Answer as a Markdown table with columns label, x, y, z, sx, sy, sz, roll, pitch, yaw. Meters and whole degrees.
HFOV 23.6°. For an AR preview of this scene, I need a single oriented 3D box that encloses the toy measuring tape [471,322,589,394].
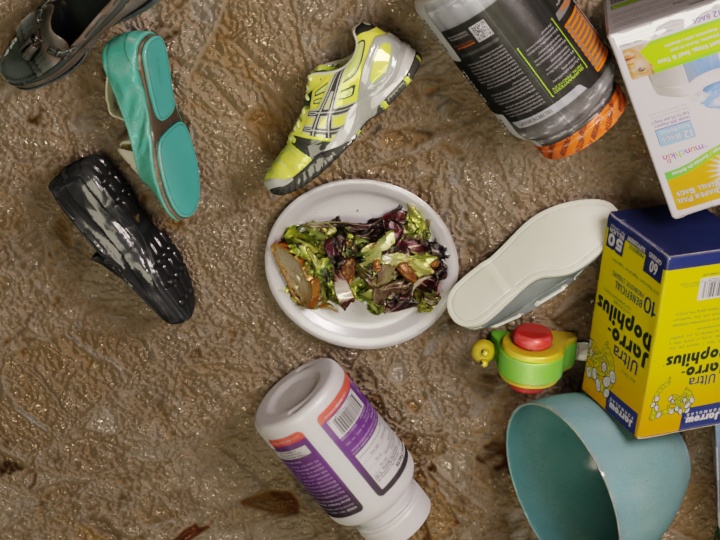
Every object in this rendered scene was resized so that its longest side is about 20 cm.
| label | x | y | z | sx | sy | sz | roll | pitch | yaw |
| --- | --- | --- | --- | --- | --- | --- | --- | --- | --- |
| toy measuring tape | 0.214 | 0.095 | 1.783 | 0.200 | 0.074 | 0.074 | 5 | 119 | 3 |

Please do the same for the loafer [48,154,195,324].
| label | x | y | z | sx | sy | sz | roll | pitch | yaw |
| --- | --- | --- | --- | --- | --- | --- | --- | --- | --- |
| loafer | -0.242 | -0.026 | 1.762 | 0.070 | 0.068 | 0.201 | -26 | 109 | 27 |

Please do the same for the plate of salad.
| label | x | y | z | sx | sy | sz | roll | pitch | yaw |
| --- | --- | --- | --- | --- | --- | --- | --- | --- | --- |
| plate of salad | 0.000 | 0.000 | 1.762 | 0.200 | 0.048 | 0.200 | 2 | 118 | 4 |

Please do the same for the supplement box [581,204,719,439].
| label | x | y | z | sx | sy | sz | roll | pitch | yaw |
| --- | --- | --- | --- | --- | --- | --- | --- | --- | --- |
| supplement box | 0.303 | 0.048 | 1.698 | 0.109 | 0.109 | 0.200 | -7 | 118 | -24 |

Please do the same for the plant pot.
| label | x | y | z | sx | sy | sz | roll | pitch | yaw |
| --- | --- | --- | --- | --- | --- | --- | --- | --- | --- |
| plant pot | 0.263 | 0.209 | 1.791 | 0.135 | 0.200 | 0.200 | -20 | 121 | -23 |

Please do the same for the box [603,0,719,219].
| label | x | y | z | sx | sy | sz | roll | pitch | yaw |
| --- | --- | --- | --- | --- | --- | --- | --- | --- | --- |
| box | 0.311 | -0.167 | 1.609 | 0.112 | 0.101 | 0.200 | -17 | 116 | 14 |

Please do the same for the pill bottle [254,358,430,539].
| label | x | y | z | sx | sy | sz | roll | pitch | yaw |
| --- | --- | --- | --- | --- | --- | --- | --- | --- | --- |
| pill bottle | -0.013 | 0.200 | 1.838 | 0.111 | 0.111 | 0.200 | -30 | 112 | 20 |

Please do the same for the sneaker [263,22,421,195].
| label | x | y | z | sx | sy | sz | roll | pitch | yaw |
| --- | --- | --- | --- | --- | --- | --- | --- | --- | --- |
| sneaker | -0.030 | -0.157 | 1.671 | 0.076 | 0.075 | 0.200 | 41 | 104 | -9 |

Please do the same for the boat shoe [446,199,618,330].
| label | x | y | z | sx | sy | sz | roll | pitch | yaw |
| --- | --- | --- | --- | --- | --- | --- | --- | --- | --- |
| boat shoe | 0.181 | -0.004 | 1.748 | 0.200 | 0.073 | 0.062 | -35 | 154 | 14 |

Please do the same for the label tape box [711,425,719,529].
| label | x | y | z | sx | sy | sz | roll | pitch | yaw |
| --- | --- | --- | --- | --- | --- | --- | --- | --- | --- |
| label tape box | 0.447 | 0.204 | 1.826 | 0.143 | 0.066 | 0.200 | -4 | 121 | 8 |

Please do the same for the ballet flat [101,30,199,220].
| label | x | y | z | sx | sy | sz | roll | pitch | yaw |
| --- | --- | --- | --- | --- | --- | --- | --- | --- | --- |
| ballet flat | -0.211 | -0.144 | 1.700 | 0.070 | 0.067 | 0.200 | 6 | 122 | 30 |

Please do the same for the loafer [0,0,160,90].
| label | x | y | z | sx | sy | sz | roll | pitch | yaw |
| --- | --- | --- | --- | --- | --- | --- | --- | --- | --- |
| loafer | -0.273 | -0.242 | 1.634 | 0.200 | 0.063 | 0.072 | -33 | 81 | 17 |

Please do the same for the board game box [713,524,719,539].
| label | x | y | z | sx | sy | sz | roll | pitch | yaw |
| --- | --- | --- | --- | --- | --- | --- | --- | --- | --- |
| board game box | 0.487 | 0.346 | 1.920 | 0.200 | 0.029 | 0.135 | 8 | 120 | 1 |

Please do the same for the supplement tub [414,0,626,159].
| label | x | y | z | sx | sy | sz | roll | pitch | yaw |
| --- | --- | --- | --- | --- | --- | --- | --- | --- | --- |
| supplement tub | 0.152 | -0.207 | 1.590 | 0.122 | 0.123 | 0.200 | -32 | 111 | 20 |
